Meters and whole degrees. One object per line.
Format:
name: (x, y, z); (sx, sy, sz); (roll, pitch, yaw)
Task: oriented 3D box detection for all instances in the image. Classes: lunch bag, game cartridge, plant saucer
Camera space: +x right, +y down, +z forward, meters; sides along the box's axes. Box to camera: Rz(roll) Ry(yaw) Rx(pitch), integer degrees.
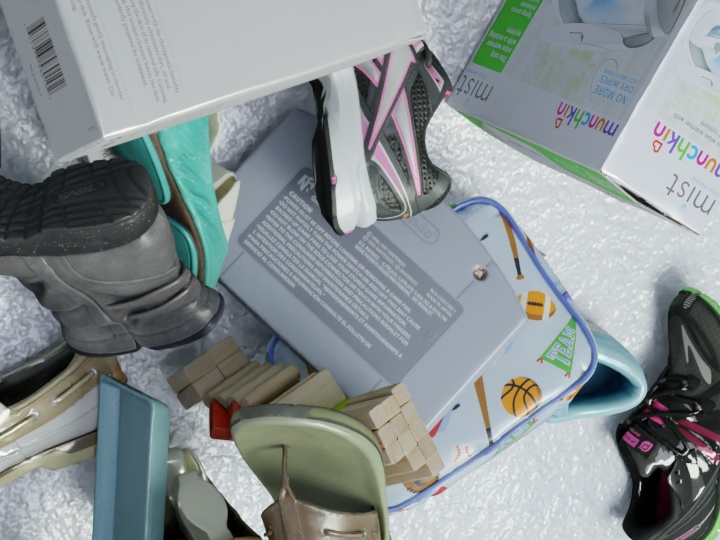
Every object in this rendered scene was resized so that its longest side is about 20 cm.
lunch bag: (0.045, 0.050, 1.301); (0.200, 0.076, 0.161); (-35, 83, -6)
game cartridge: (0.000, 0.000, 1.259); (0.200, 0.040, 0.133); (43, 87, 9)
plant saucer: (-0.139, 0.166, 1.211); (0.019, 0.070, 0.201); (-1, 101, -33)

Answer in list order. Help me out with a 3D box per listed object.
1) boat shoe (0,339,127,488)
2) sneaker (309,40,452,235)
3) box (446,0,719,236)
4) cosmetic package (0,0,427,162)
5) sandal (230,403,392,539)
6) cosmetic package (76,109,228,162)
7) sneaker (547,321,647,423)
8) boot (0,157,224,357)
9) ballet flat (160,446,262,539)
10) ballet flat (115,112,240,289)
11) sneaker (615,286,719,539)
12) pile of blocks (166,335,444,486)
boat shoe: (-0.232, 0.095, 1.214); (0.199, 0.075, 0.069); (-22, 114, -31)
sneaker: (0.011, -0.124, 1.234); (0.086, 0.080, 0.201); (-5, 92, -11)
box: (0.173, -0.138, 1.268); (0.097, 0.200, 0.177); (29, 93, -30)
cosmetic package: (-0.078, -0.140, 1.080); (0.199, 0.085, 0.108); (-19, 93, -27)
sandal: (-0.020, 0.146, 1.164); (0.079, 0.057, 0.201); (-5, 133, 15)
cosmetic package: (-0.123, -0.165, 1.157); (0.150, 0.052, 0.200); (-33, 139, -17)
sneaker: (0.104, 0.066, 1.365); (0.199, 0.082, 0.074); (-3, 106, -23)
boot: (-0.189, 0.003, 1.171); (0.132, 0.199, 0.070); (67, 31, -48)
ballet flat: (-0.102, 0.150, 1.219); (0.068, 0.200, 0.073); (-17, 111, -17)
ballet flat: (-0.102, -0.052, 1.189); (0.070, 0.067, 0.200); (-40, 146, -25)
sneaker: (0.229, 0.112, 1.449); (0.083, 0.077, 0.201); (-6, 107, -30)
pile of blocks: (-0.046, 0.100, 1.228); (0.062, 0.199, 0.082); (-33, 124, -39)
